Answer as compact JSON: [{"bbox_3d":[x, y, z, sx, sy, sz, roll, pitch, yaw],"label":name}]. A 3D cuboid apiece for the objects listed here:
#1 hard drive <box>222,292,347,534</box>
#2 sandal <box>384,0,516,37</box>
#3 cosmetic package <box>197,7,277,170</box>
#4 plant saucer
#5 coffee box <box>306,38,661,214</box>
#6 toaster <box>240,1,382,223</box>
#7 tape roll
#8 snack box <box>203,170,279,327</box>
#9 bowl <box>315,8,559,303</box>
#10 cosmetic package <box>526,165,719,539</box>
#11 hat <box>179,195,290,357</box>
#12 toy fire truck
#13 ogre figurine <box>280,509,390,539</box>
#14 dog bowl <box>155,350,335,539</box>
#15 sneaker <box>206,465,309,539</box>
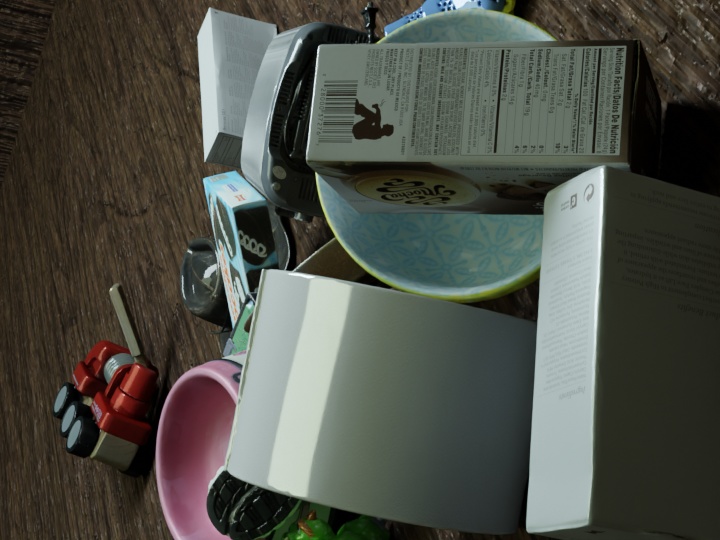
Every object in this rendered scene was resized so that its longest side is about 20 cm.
[{"bbox_3d":[-0.063,0.133,1.400,0.200,0.038,0.141,50,128,41],"label":"hard drive"},{"bbox_3d":[0.056,-0.177,1.284,0.201,0.086,0.080,-59,27,34],"label":"sandal"},{"bbox_3d":[-0.129,-0.194,1.746,0.201,0.082,0.051,-97,30,-41],"label":"cosmetic package"},{"bbox_3d":[0.000,0.000,1.244,0.035,0.199,0.200,54,142,9],"label":"plant saucer"},{"bbox_3d":[0.080,-0.086,0.996,0.113,0.198,0.081,41,-127,-68],"label":"coffee box"},{"bbox_3d":[-0.040,-0.145,1.465,0.129,0.113,0.202,-160,82,-70],"label":"toaster"},{"bbox_3d":[0.021,0.087,1.077,0.202,0.201,0.141,-175,96,-68],"label":"tape roll"},{"bbox_3d":[-0.101,0.017,1.515,0.116,0.037,0.202,-139,36,-66],"label":"snack box"},{"bbox_3d":[0.078,-0.065,1.110,0.108,0.198,0.202,42,-127,-67],"label":"bowl"},{"bbox_3d":[0.155,0.053,0.902,0.074,0.101,0.202,151,129,-62],"label":"cosmetic package"},{"bbox_3d":[-0.142,0.007,1.671,0.200,0.080,0.203,-168,90,-69],"label":"hat"},{"bbox_3d":[-0.295,0.120,1.957,0.201,0.128,0.176,-62,24,7],"label":"toy fire truck"},{"bbox_3d":[-0.031,0.251,1.231,0.098,0.199,0.120,45,110,23],"label":"ogre figurine"},{"bbox_3d":[-0.103,0.164,1.363,0.199,0.073,0.202,-2,88,54],"label":"dog bowl"},{"bbox_3d":[-0.028,0.133,1.238,0.074,0.199,0.079,60,-177,3],"label":"sneaker"}]
